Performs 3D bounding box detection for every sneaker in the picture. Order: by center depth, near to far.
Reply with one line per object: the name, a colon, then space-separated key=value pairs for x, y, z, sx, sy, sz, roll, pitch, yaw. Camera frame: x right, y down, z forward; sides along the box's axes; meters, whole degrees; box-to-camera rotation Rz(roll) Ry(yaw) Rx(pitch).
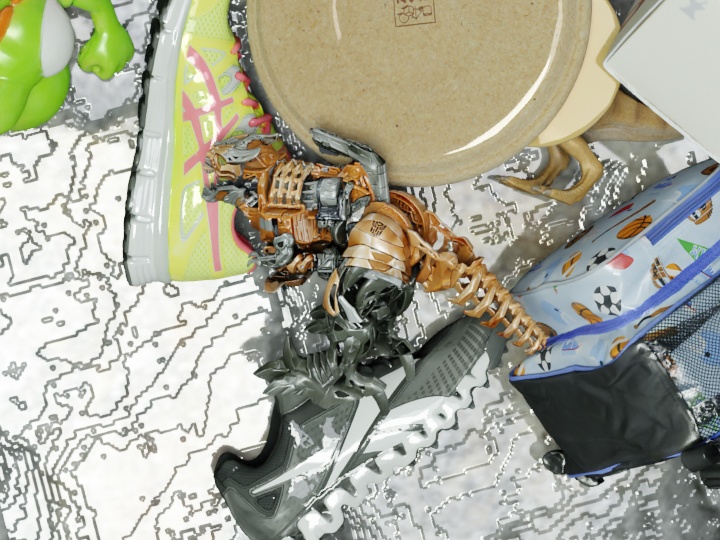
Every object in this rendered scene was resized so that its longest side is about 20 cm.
sneaker: x=-0.081 y=-0.087 z=1.591 sx=0.090 sy=0.078 sz=0.201 roll=7 pitch=103 yaw=-5
sneaker: x=-0.004 y=0.079 z=1.605 sx=0.200 sy=0.066 sz=0.091 roll=-43 pitch=97 yaw=0

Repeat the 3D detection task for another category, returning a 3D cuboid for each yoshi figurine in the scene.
yoshi figurine: x=-0.173 y=-0.159 z=1.582 sx=0.112 sy=0.112 sz=0.201 roll=43 pitch=70 yaw=-45

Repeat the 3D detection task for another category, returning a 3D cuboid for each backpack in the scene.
backpack: x=0.189 y=0.023 z=1.567 sx=0.190 sy=0.200 sz=0.155 roll=-28 pitch=98 yaw=-22

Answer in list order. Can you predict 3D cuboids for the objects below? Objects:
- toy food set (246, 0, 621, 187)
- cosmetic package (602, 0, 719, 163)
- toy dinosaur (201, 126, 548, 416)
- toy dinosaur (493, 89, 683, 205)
toy food set: x=0.034 y=-0.146 z=1.541 sx=0.199 sy=0.049 sz=0.199 roll=-21 pitch=88 yaw=12
cosmetic package: x=0.218 y=-0.157 z=1.545 sx=0.103 sy=0.200 sz=0.087 roll=40 pitch=130 yaw=-6
toy dinosaur: x=0.000 y=0.000 z=1.524 sx=0.200 sy=0.102 sz=0.136 roll=37 pitch=125 yaw=31
toy dinosaur: x=0.129 y=-0.089 z=1.613 sx=0.199 sy=0.060 sz=0.107 roll=20 pitch=89 yaw=-6
